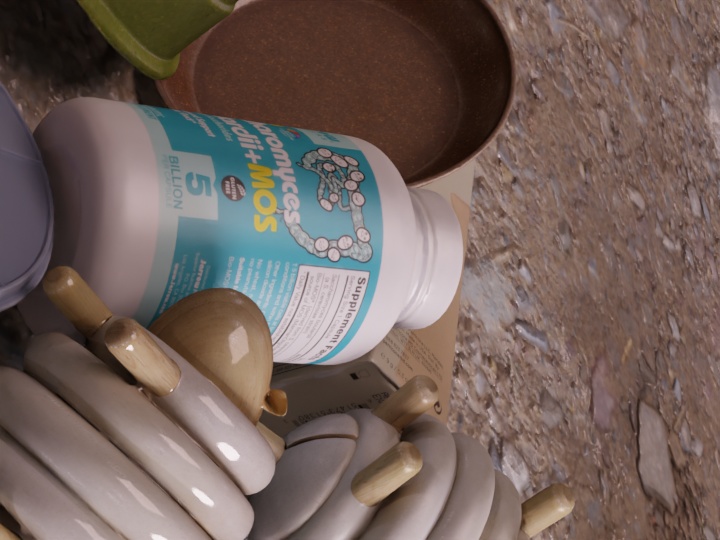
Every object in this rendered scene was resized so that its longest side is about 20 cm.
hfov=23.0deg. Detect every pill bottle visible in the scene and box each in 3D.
[{"bbox_3d":[-0.052,-0.014,0.816,0.200,0.111,0.111,5,68,-35],"label":"pill bottle"}]

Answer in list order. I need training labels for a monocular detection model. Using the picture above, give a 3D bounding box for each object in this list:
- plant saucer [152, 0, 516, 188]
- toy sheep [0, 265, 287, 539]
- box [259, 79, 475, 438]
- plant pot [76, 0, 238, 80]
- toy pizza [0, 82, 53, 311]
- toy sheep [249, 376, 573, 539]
[{"bbox_3d":[-0.017,-0.108,0.960,0.037,0.200,0.200,103,-4,-52],"label":"plant saucer"},{"bbox_3d":[-0.109,0.087,0.706,0.200,0.138,0.138,-46,124,-9],"label":"toy sheep"},{"bbox_3d":[0.000,0.000,0.975,0.078,0.095,0.200,48,39,-38],"label":"box"},{"bbox_3d":[-0.058,-0.221,0.841,0.200,0.190,0.200,60,12,-22],"label":"plant pot"},{"bbox_3d":[-0.205,-0.058,0.692,0.200,0.032,0.200,39,26,-23],"label":"toy pizza"},{"bbox_3d":[0.015,0.127,0.860,0.200,0.138,0.138,41,38,-12],"label":"toy sheep"}]
